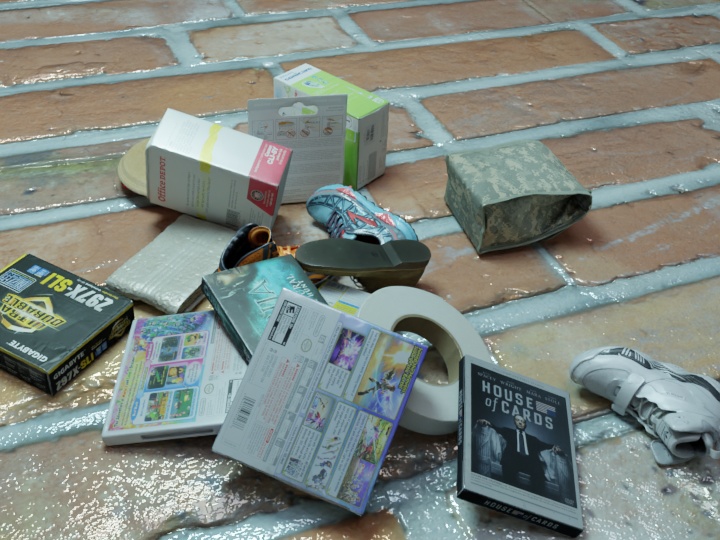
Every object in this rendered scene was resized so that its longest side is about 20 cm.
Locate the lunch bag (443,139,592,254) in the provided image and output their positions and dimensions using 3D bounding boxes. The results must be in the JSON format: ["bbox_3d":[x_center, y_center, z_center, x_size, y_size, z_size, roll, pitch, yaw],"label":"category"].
[{"bbox_3d":[0.254,-0.126,1.360,0.199,0.118,0.164,-12,40,-12],"label":"lunch bag"}]

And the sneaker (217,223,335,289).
[{"bbox_3d":[-0.110,-0.018,1.198,0.200,0.112,0.078,-22,46,-29],"label":"sneaker"}]

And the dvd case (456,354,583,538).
[{"bbox_3d":[0.183,0.199,0.984,0.150,0.025,0.200,21,41,-10],"label":"dvd case"}]

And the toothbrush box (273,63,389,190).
[{"bbox_3d":[-0.053,-0.251,1.466,0.200,0.146,0.086,32,47,29],"label":"toothbrush box"}]

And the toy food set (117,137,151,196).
[{"bbox_3d":[-0.307,-0.171,1.422,0.199,0.049,0.198,9,39,7],"label":"toy food set"}]

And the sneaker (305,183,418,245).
[{"bbox_3d":[-0.013,-0.066,1.294,0.200,0.080,0.096,26,46,25],"label":"sneaker"}]

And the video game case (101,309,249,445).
[{"bbox_3d":[-0.215,0.126,1.054,0.181,0.024,0.200,-7,41,5],"label":"video game case"}]

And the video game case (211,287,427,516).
[{"bbox_3d":[-0.043,0.145,0.949,0.181,0.045,0.201,22,79,6],"label":"video game case"}]

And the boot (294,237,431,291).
[{"bbox_3d":[0.000,0.000,1.201,0.199,0.076,0.074,2,41,-20],"label":"boot"}]

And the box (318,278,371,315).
[{"bbox_3d":[-0.040,0.100,1.113,0.117,0.049,0.200,19,40,17],"label":"box"}]

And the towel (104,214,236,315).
[{"bbox_3d":[-0.264,-0.010,1.240,0.132,0.035,0.200,18,40,20],"label":"towel"}]

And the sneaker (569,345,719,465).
[{"bbox_3d":[0.355,0.167,1.038,0.199,0.075,0.115,16,38,9],"label":"sneaker"}]

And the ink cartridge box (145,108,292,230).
[{"bbox_3d":[-0.217,-0.145,1.279,0.199,0.145,0.084,18,57,-3],"label":"ink cartridge box"}]

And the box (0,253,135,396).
[{"bbox_3d":[-0.429,0.066,1.122,0.199,0.049,0.160,22,40,21],"label":"box"}]

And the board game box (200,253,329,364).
[{"bbox_3d":[-0.103,0.063,1.074,0.135,0.028,0.200,-15,48,-30],"label":"board game box"}]

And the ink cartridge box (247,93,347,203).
[{"bbox_3d":[-0.107,-0.200,1.353,0.162,0.201,0.050,-6,40,-13],"label":"ink cartridge box"}]

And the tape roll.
[{"bbox_3d":[0.076,0.109,1.057,0.202,0.037,0.203,18,45,-19],"label":"tape roll"}]
